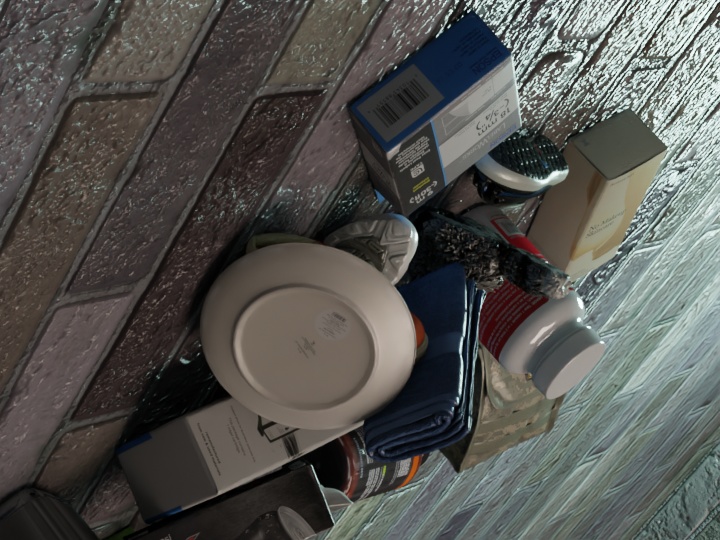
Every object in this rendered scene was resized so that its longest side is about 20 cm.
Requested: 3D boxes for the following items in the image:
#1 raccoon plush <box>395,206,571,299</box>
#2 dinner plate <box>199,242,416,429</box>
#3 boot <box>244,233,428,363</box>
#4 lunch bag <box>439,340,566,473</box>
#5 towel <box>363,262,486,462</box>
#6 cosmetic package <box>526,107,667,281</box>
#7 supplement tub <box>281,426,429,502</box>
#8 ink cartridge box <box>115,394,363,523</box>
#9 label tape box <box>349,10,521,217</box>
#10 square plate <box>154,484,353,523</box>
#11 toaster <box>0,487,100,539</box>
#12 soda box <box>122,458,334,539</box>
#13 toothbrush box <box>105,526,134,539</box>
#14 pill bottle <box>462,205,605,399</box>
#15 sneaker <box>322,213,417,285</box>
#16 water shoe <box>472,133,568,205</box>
[{"bbox_3d":[0.099,0.025,1.661,0.096,0.199,0.135,10,107,-46],"label":"raccoon plush"},{"bbox_3d":[-0.049,0.066,1.483,0.201,0.199,0.024,-55,-167,29],"label":"dinner plate"},{"bbox_3d":[-0.024,0.028,1.506,0.197,0.075,0.108,13,125,-11],"label":"boot"},{"bbox_3d":[0.175,0.124,2.008,0.163,0.118,0.202,-20,141,-35],"label":"lunch bag"},{"bbox_3d":[0.060,0.090,1.570,0.111,0.201,0.049,-22,128,27],"label":"towel"},{"bbox_3d":[0.265,-0.080,1.887,0.105,0.071,0.201,-28,154,-28],"label":"cosmetic package"},{"bbox_3d":[0.003,0.215,1.945,0.199,0.107,0.107,-6,139,-55],"label":"supplement tub"},{"bbox_3d":[-0.117,0.164,1.631,0.199,0.085,0.145,-22,175,-42],"label":"ink cartridge box"},{"bbox_3d":[0.075,-0.125,1.507,0.144,0.063,0.200,-38,157,-7],"label":"label tape box"},{"bbox_3d":[-0.119,0.251,1.753,0.195,0.029,0.200,-4,171,-11],"label":"square plate"},{"bbox_3d":[-0.295,0.292,1.571,0.113,0.129,0.200,-40,158,-5],"label":"toaster"},{"bbox_3d":[-0.129,0.256,1.615,0.198,0.072,0.063,-22,180,-10],"label":"soda box"},{"bbox_3d":[-0.251,0.395,1.737,0.145,0.200,0.087,-25,153,-32],"label":"toothbrush box"},{"bbox_3d":[0.166,0.035,1.765,0.112,0.200,0.113,-33,156,-17],"label":"pill bottle"},{"bbox_3d":[0.000,0.000,1.608,0.099,0.078,0.200,-31,171,-47],"label":"sneaker"},{"bbox_3d":[0.149,-0.092,1.669,0.079,0.072,0.199,-40,163,23],"label":"water shoe"}]
